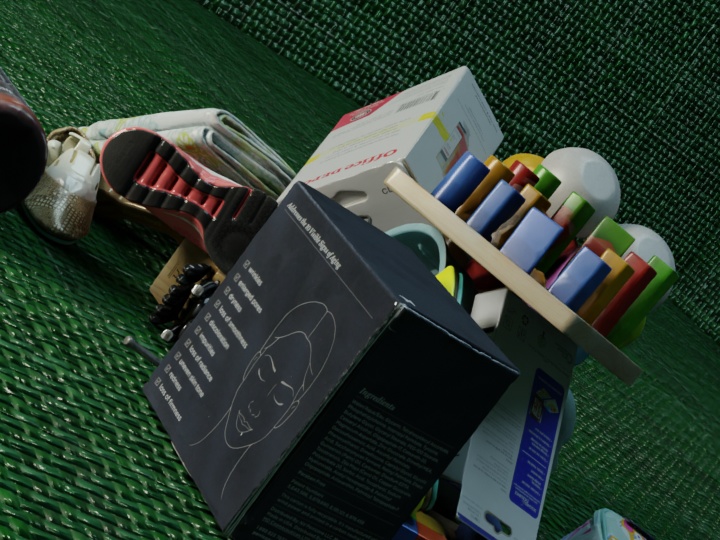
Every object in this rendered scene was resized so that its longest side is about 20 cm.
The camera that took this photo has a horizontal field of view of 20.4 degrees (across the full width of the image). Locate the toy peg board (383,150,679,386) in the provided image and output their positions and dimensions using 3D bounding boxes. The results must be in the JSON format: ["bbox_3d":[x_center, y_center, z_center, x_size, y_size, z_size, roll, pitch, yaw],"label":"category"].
[{"bbox_3d":[0.149,-0.023,1.591,0.200,0.098,0.199,40,2,26],"label":"toy peg board"}]

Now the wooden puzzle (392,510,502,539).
[{"bbox_3d":[0.063,0.208,1.526,0.200,0.046,0.185,34,10,-11],"label":"wooden puzzle"}]

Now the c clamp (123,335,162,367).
[{"bbox_3d":[-0.052,0.042,1.514,0.171,0.200,0.027,47,5,-41],"label":"c clamp"}]

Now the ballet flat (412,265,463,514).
[{"bbox_3d":[0.033,0.082,1.487,0.067,0.200,0.067,12,-24,-7],"label":"ballet flat"}]

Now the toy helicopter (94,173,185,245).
[{"bbox_3d":[-0.161,-0.047,1.796,0.200,0.079,0.132,19,-27,13],"label":"toy helicopter"}]

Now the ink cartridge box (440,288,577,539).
[{"bbox_3d":[0.111,0.124,1.556,0.039,0.200,0.099,-14,-40,41],"label":"ink cartridge box"}]

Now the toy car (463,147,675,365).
[{"bbox_3d":[0.165,0.000,1.782,0.150,0.175,0.200,-38,93,-39],"label":"toy car"}]

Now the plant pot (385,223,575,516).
[{"bbox_3d":[0.063,0.099,1.667,0.196,0.200,0.200,41,7,-24],"label":"plant pot"}]

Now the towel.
[{"bbox_3d":[-0.152,-0.088,1.854,0.200,0.048,0.171,-4,-33,41],"label":"towel"}]

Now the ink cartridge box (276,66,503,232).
[{"bbox_3d":[0.027,-0.089,1.809,0.084,0.145,0.200,61,31,-17],"label":"ink cartridge box"}]

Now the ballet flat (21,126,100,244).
[{"bbox_3d":[-0.258,-0.083,1.738,0.070,0.065,0.200,31,11,-21],"label":"ballet flat"}]

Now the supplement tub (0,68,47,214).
[{"bbox_3d":[-0.329,-0.129,1.598,0.107,0.107,0.200,28,12,-39],"label":"supplement tub"}]

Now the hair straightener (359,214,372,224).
[{"bbox_3d":[0.000,0.000,1.651,0.041,0.077,0.200,64,-1,-20],"label":"hair straightener"}]

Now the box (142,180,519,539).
[{"bbox_3d":[-0.026,0.077,1.397,0.124,0.197,0.200,29,13,-34],"label":"box"}]

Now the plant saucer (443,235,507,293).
[{"bbox_3d":[0.093,-0.025,1.944,0.200,0.037,0.200,33,10,-7],"label":"plant saucer"}]

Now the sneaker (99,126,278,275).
[{"bbox_3d":[-0.125,-0.055,1.674,0.200,0.074,0.087,37,2,-4],"label":"sneaker"}]

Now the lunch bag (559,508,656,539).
[{"bbox_3d":[0.216,0.280,1.497,0.160,0.077,0.200,38,24,-18],"label":"lunch bag"}]

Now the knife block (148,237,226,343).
[{"bbox_3d":[-0.095,0.050,1.679,0.200,0.064,0.176,28,13,-41],"label":"knife block"}]
